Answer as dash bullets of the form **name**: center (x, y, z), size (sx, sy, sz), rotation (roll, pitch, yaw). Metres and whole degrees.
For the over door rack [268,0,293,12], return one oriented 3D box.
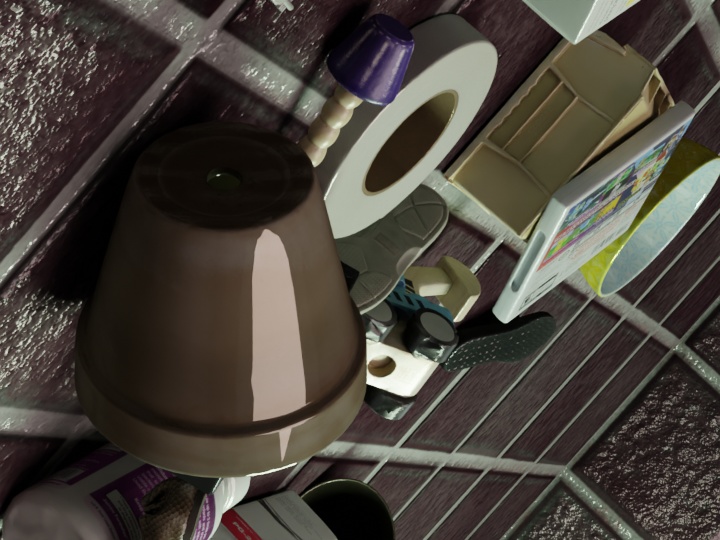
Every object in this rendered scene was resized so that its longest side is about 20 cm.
- **over door rack**: center (-0.017, -0.218, 1.100), size (0.148, 0.067, 0.200), rotation (-48, -175, 3)

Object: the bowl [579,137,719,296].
- **bowl**: center (0.288, -0.081, 2.161), size (0.200, 0.108, 0.200), rotation (-42, 164, -15)

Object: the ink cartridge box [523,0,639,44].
- **ink cartridge box**: center (0.221, -0.286, 1.546), size (0.200, 0.083, 0.145), rotation (-36, 160, -35)

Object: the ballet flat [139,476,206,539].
- **ballet flat**: center (-0.164, 0.243, 1.510), size (0.067, 0.046, 0.201), rotation (-77, -174, -68)

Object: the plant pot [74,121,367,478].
- **plant pot**: center (-0.091, 0.005, 1.305), size (0.200, 0.200, 0.174), rotation (-34, 142, -37)

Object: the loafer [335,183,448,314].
- **loafer**: center (0.000, 0.000, 1.697), size (0.200, 0.072, 0.063), rotation (-39, 170, -36)

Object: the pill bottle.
- **pill bottle**: center (-0.181, 0.190, 1.596), size (0.200, 0.112, 0.112), rotation (-27, 155, -48)

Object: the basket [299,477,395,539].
- **basket**: center (-0.042, 0.350, 2.304), size (0.200, 0.136, 0.181), rotation (106, 10, -68)

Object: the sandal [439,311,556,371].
- **sandal**: center (0.157, 0.071, 2.318), size (0.200, 0.048, 0.075), rotation (-5, 139, -48)

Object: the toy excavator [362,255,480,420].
- **toy excavator**: center (0.036, 0.037, 1.829), size (0.194, 0.200, 0.100), rotation (20, 124, -24)

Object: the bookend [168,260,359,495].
- **bookend**: center (-0.106, 0.099, 1.491), size (0.199, 0.092, 0.200), rotation (-60, 180, 42)

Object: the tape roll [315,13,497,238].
- **tape roll**: center (0.026, -0.110, 1.553), size (0.203, 0.037, 0.203), rotation (-43, 163, -16)

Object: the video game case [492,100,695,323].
- **video game case**: center (0.217, -0.055, 1.864), size (0.200, 0.023, 0.183), rotation (-34, 160, -35)

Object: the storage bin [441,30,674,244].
- **storage bin**: center (0.194, -0.117, 1.866), size (0.199, 0.094, 0.200), rotation (-49, 164, 4)

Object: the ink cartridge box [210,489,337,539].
- **ink cartridge box**: center (-0.127, 0.319, 2.092), size (0.145, 0.083, 0.200), rotation (-52, 163, 16)

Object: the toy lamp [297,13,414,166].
- **toy lamp**: center (-0.027, -0.095, 1.418), size (0.058, 0.058, 0.200), rotation (-21, 150, -57)
